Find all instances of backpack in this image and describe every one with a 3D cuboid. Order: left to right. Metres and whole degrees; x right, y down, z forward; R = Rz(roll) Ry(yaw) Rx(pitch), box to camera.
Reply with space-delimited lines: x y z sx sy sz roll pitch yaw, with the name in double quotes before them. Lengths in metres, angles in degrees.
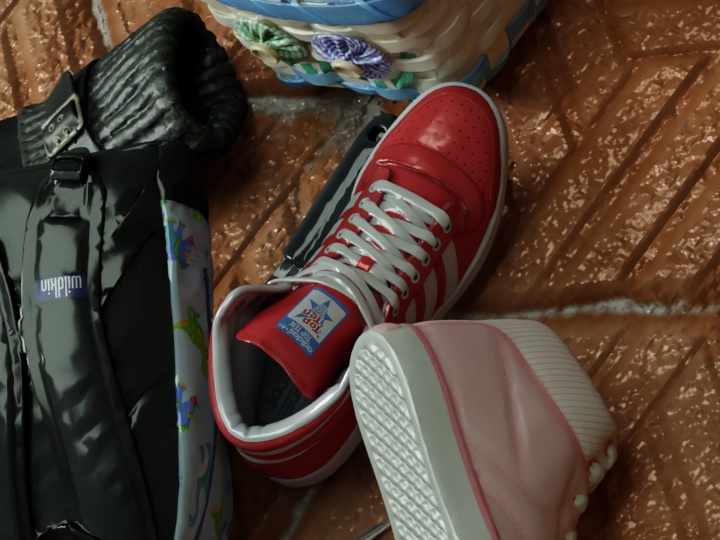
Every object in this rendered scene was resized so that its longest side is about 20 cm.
"backpack" -0.128 0.064 1.271 0.163 0.154 0.201 -14 66 7

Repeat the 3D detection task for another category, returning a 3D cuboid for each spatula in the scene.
"spatula" -0.042 0.006 1.353 0.056 0.021 0.200 32 80 29

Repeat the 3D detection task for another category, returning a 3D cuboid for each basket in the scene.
"basket" -0.006 -0.173 1.314 0.176 0.200 0.139 12 51 40

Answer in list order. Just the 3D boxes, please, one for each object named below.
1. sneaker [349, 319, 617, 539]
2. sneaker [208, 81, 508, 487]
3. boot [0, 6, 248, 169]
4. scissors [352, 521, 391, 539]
"sneaker" 0.069 0.112 1.182 0.075 0.104 0.201 -28 73 59
"sneaker" 0.000 0.000 1.253 0.071 0.112 0.200 27 87 16
"boot" -0.129 -0.023 1.390 0.157 0.079 0.212 -24 51 19
"scissors" -0.073 0.168 1.252 0.200 0.073 0.014 -31 88 11
